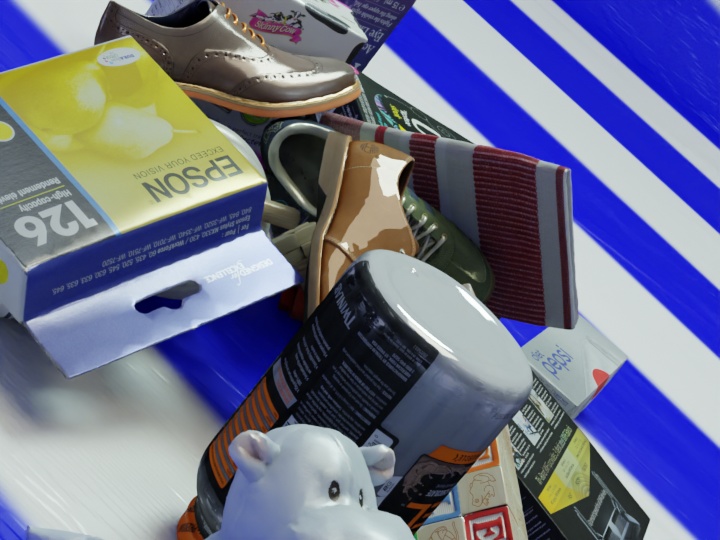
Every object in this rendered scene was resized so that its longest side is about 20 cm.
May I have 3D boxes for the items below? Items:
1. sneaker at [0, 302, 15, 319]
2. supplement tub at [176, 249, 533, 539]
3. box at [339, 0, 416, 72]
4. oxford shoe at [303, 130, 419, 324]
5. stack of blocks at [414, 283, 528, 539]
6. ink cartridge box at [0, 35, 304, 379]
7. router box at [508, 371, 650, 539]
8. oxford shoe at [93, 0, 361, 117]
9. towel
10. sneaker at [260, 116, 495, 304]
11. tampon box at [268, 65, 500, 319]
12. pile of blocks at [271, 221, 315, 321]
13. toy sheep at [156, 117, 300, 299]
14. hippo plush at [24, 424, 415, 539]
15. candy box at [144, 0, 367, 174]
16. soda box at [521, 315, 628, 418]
[{"bbox_3d":[-0.192,-0.032,1.212,0.079,0.079,0.200,18,36,-21],"label":"sneaker"},{"bbox_3d":[-0.008,0.097,1.061,0.122,0.200,0.123,34,20,-14],"label":"supplement tub"},{"bbox_3d":[-0.076,-0.201,1.621,0.148,0.200,0.104,10,33,-52],"label":"box"},{"bbox_3d":[0.000,0.000,1.224,0.071,0.071,0.200,9,63,1],"label":"oxford shoe"},{"bbox_3d":[0.035,0.115,1.200,0.059,0.115,0.200,63,15,-49],"label":"stack of blocks"},{"bbox_3d":[-0.156,-0.046,1.149,0.200,0.047,0.197,44,41,21],"label":"ink cartridge box"},{"bbox_3d":[0.127,0.156,1.342,0.157,0.052,0.200,52,17,2],"label":"router box"},{"bbox_3d":[-0.087,-0.149,1.326,0.200,0.073,0.071,1,16,-28],"label":"oxford shoe"},{"bbox_3d":[0.065,-0.037,1.386,0.200,0.144,0.023,14,41,28],"label":"towel"},{"bbox_3d":[0.008,-0.037,1.332,0.200,0.067,0.090,39,2,3],"label":"sneaker"},{"bbox_3d":[0.037,-0.051,1.593,0.200,0.126,0.150,29,22,-25],"label":"tampon box"},{"bbox_3d":[-0.018,0.037,1.423,0.062,0.082,0.200,-26,43,-21],"label":"pile of blocks"},{"bbox_3d":[-0.119,-0.042,1.291,0.138,0.138,0.200,30,4,-23],"label":"toy sheep"},{"bbox_3d":[-0.031,0.155,0.948,0.159,0.161,0.200,17,28,-45],"label":"hippo plush"},{"bbox_3d":[-0.109,-0.134,1.408,0.136,0.200,0.061,26,22,-32],"label":"candy box"},{"bbox_3d":[0.160,0.092,1.586,0.068,0.063,0.200,42,19,9],"label":"soda box"}]
